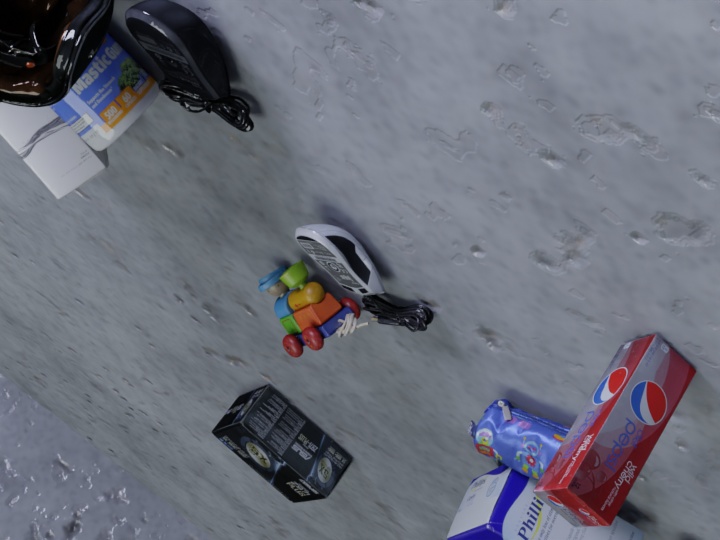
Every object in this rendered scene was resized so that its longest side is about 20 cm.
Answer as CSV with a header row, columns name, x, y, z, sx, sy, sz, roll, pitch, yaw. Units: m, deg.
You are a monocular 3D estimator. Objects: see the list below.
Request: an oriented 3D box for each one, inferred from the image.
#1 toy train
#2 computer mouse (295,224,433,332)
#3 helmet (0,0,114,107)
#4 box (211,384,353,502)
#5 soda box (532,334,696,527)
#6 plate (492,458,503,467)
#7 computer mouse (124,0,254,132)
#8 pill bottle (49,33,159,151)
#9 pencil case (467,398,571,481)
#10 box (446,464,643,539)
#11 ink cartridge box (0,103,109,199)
name,x,y,z,sx,sy,sz,roll,pitch,yaw
toy train,-0.060,0.036,1.718,0.116,0.085,0.200,55,153,-6
computer mouse,0.000,0.000,1.610,0.109,0.044,0.200,11,151,52
helmet,-0.350,-0.291,1.389,0.199,0.192,0.200,10,158,4
box,-0.135,0.301,2.260,0.200,0.086,0.164,43,155,-11
soda box,0.261,0.164,1.348,0.063,0.200,0.070,40,156,-11
plate,0.247,0.280,1.783,0.199,0.026,0.201,31,156,15
computer mouse,-0.190,-0.238,1.445,0.138,0.053,0.200,26,164,26
pill bottle,-0.342,-0.247,1.551,0.200,0.112,0.112,45,154,-17
pencil case,0.234,0.221,1.635,0.199,0.078,0.087,20,134,34
box,0.241,0.355,1.758,0.199,0.105,0.184,31,158,-3
ink cartridge box,-0.415,-0.209,1.676,0.200,0.083,0.147,54,-174,-32
